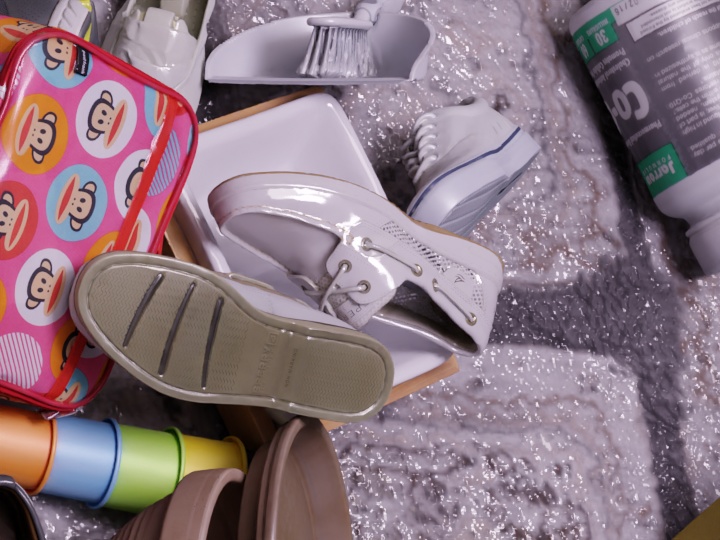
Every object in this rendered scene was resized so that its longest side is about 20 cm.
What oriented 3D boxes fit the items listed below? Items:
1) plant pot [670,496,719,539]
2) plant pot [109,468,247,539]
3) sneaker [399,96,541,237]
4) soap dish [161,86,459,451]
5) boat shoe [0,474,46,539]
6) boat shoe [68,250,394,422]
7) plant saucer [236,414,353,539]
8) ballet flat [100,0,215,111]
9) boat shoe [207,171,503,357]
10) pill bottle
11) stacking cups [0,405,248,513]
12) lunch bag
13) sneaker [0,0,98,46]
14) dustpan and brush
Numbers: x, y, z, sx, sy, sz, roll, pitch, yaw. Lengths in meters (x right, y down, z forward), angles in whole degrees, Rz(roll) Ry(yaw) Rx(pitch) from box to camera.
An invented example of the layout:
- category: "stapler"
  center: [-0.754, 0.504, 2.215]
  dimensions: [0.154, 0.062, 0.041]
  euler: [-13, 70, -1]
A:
- category: "plant pot"
  center: [0.310, 0.212, 1.785]
  dimensions: [0.199, 0.200, 0.177]
  euler: [-10, 64, -35]
- category: "plant pot"
  center: [-0.108, 0.212, 1.542]
  dimensions: [0.092, 0.201, 0.202]
  euler: [-4, 66, 11]
- category: "sneaker"
  center: [0.054, -0.062, 1.777]
  dimensions: [0.071, 0.073, 0.200]
  euler: [38, 19, 5]
- category: "soap dish"
  center: [-0.047, 0.002, 1.703]
  dimensions: [0.157, 0.081, 0.201]
  euler: [-22, 83, -37]
- category: "boat shoe"
  center: [-0.192, 0.212, 1.532]
  dimensions: [0.071, 0.068, 0.201]
  euler: [-3, 74, -33]
- category: "boat shoe"
  center: [-0.080, 0.037, 1.573]
  dimensions: [0.199, 0.068, 0.075]
  euler: [22, 92, -28]
- category: "plant saucer"
  center: [-0.036, 0.182, 1.597]
  dimensions: [0.029, 0.200, 0.201]
  euler: [-3, 65, 13]
- category: "ballet flat"
  center: [-0.121, -0.158, 1.729]
  dimensions: [0.069, 0.069, 0.201]
  euler: [28, 57, -20]
- category: "boat shoe"
  center: [0.000, 0.000, 1.638]
  dimensions: [0.199, 0.071, 0.070]
  euler: [19, 60, -27]
- category: "pill bottle"
  center: [0.233, -0.107, 1.908]
  dimensions: [0.113, 0.113, 0.201]
  euler: [-22, 82, -37]
- category: "stacking cups"
  center: [-0.165, 0.111, 1.599]
  dimensions: [0.199, 0.060, 0.061]
  euler: [10, 65, -26]
- category: "lunch bag"
  center: [-0.176, -0.026, 1.561]
  dimensions: [0.176, 0.082, 0.201]
  euler: [27, 82, -48]
- category: "sneaker"
  center: [-0.220, -0.076, 1.643]
  dimensions: [0.084, 0.075, 0.201]
  euler: [17, 68, 11]
- category: "dustpan and brush"
  center: [-0.005, -0.151, 1.782]
  dimensions: [0.200, 0.139, 0.058]
  euler: [-19, 110, -71]
